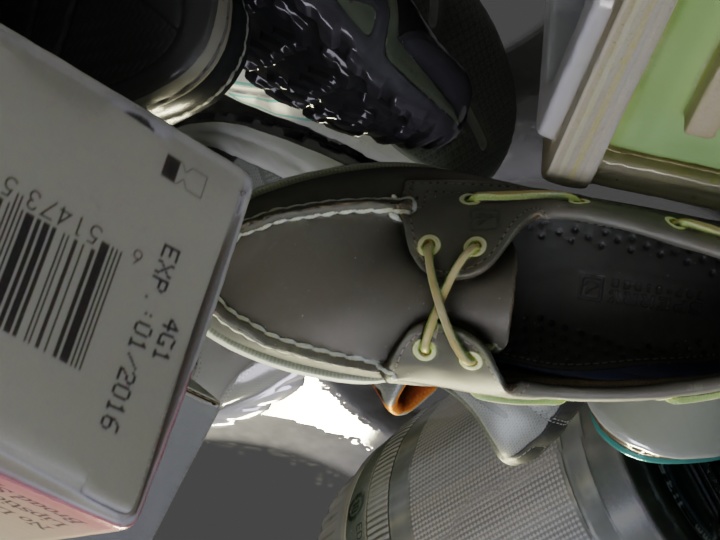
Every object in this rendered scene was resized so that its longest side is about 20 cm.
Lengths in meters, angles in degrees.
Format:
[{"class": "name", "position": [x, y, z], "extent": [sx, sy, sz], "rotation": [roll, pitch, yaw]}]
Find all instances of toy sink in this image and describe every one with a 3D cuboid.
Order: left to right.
[{"class": "toy sink", "position": [0.117, -0.095, 0.646], "extent": [0.199, 0.112, 0.131], "rotation": [13, 141, -6]}]

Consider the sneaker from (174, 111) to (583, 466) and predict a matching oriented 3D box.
[{"class": "sneaker", "position": [0.000, 0.000, 0.756], "extent": [0.200, 0.080, 0.074], "rotation": [30, -171, 30]}]

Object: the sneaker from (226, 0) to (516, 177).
[{"class": "sneaker", "position": [-0.030, -0.089, 0.729], "extent": [0.200, 0.071, 0.080], "rotation": [29, 160, -29]}]

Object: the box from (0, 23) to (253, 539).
[{"class": "box", "position": [-0.145, 0.010, 0.601], "extent": [0.128, 0.109, 0.200], "rotation": [29, 154, -27]}]

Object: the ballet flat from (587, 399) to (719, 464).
[{"class": "ballet flat", "position": [0.163, 0.020, 0.776], "extent": [0.200, 0.070, 0.069], "rotation": [-8, 156, -39]}]

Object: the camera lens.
[{"class": "camera lens", "position": [0.096, 0.107, 0.864], "extent": [0.160, 0.160, 0.200], "rotation": [30, 137, -26]}]

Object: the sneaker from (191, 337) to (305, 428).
[{"class": "sneaker", "position": [-0.094, 0.019, 0.854], "extent": [0.199, 0.075, 0.082], "rotation": [-14, 139, 26]}]

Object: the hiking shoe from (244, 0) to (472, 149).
[{"class": "hiking shoe", "position": [-0.016, -0.124, 0.635], "extent": [0.076, 0.101, 0.200], "rotation": [10, 147, 52]}]

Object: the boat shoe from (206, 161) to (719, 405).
[{"class": "boat shoe", "position": [0.044, 0.005, 0.657], "extent": [0.201, 0.072, 0.060], "rotation": [4, -176, -8]}]

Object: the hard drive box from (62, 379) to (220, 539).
[{"class": "hard drive box", "position": [-0.149, 0.101, 0.749], "extent": [0.077, 0.200, 0.156], "rotation": [28, 179, -27]}]

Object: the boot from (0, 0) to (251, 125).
[{"class": "boot", "position": [-0.082, -0.044, 0.686], "extent": [0.203, 0.074, 0.154], "rotation": [-7, 154, 38]}]
